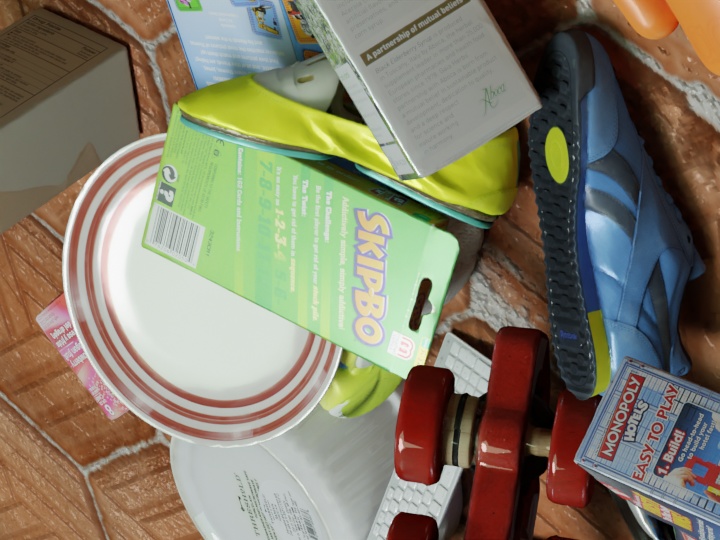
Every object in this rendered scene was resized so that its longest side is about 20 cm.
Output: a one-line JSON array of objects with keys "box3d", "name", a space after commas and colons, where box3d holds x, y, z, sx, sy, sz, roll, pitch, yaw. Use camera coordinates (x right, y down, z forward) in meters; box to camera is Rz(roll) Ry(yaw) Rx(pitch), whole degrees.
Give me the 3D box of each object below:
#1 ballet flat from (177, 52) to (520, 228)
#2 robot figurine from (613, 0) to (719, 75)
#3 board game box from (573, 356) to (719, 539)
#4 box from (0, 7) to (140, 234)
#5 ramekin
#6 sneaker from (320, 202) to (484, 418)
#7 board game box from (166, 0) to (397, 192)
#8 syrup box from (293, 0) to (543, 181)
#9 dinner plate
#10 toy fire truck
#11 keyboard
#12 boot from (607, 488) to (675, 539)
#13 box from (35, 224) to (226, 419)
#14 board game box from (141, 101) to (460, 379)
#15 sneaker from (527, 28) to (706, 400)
[{"box3d": [-0.002, -0.086, 1.228, 0.198, 0.067, 0.068, 19, 105, 4], "name": "ballet flat"}, {"box3d": [0.172, -0.166, 0.945, 0.201, 0.116, 0.144, 57, 161, -8], "name": "robot figurine"}, {"box3d": [0.209, 0.119, 1.070, 0.199, 0.062, 0.200, 26, 171, 15], "name": "board game box"}, {"box3d": [-0.248, -0.085, 1.434, 0.095, 0.200, 0.078, 26, 138, 34], "name": "box"}, {"box3d": [-0.039, 0.136, 1.472, 0.199, 0.105, 0.201, 30, 140, 30], "name": "ramekin"}, {"box3d": [0.000, 0.000, 1.333, 0.105, 0.075, 0.201, 52, 136, 22], "name": "sneaker"}, {"box3d": [-0.052, -0.147, 1.292, 0.150, 0.037, 0.201, 11, 128, 43], "name": "board game box"}, {"box3d": [0.008, -0.152, 1.151, 0.201, 0.081, 0.079, 60, 174, -5], "name": "syrup box"}, {"box3d": [-0.095, 0.011, 1.340, 0.198, 0.024, 0.202, 7, 108, 23], "name": "dinner plate"}, {"box3d": [0.081, 0.135, 1.255, 0.111, 0.202, 0.168, 7, 176, 9], "name": "toy fire truck"}, {"box3d": [0.037, 0.141, 1.364, 0.056, 0.011, 0.202, 38, 111, 53], "name": "keyboard"}, {"box3d": [0.197, 0.168, 1.220, 0.201, 0.073, 0.096, 54, -177, -1], "name": "boot"}, {"box3d": [-0.125, 0.015, 1.470, 0.096, 0.100, 0.200, 54, 145, -2], "name": "box"}, {"box3d": [-0.034, -0.018, 1.267, 0.199, 0.030, 0.096, 27, 116, 24], "name": "board game box"}, {"box3d": [0.139, -0.032, 1.164, 0.066, 0.078, 0.202, -153, 54, -71], "name": "sneaker"}]
